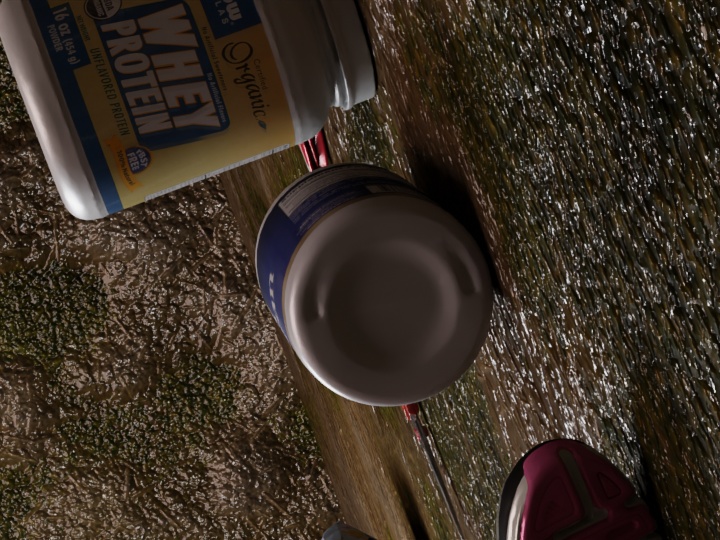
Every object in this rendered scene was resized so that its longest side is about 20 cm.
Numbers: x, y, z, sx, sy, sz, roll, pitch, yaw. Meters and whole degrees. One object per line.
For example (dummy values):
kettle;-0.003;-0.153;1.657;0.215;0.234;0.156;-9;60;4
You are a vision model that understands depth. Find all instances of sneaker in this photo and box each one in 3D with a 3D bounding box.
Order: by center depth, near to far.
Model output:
sneaker;0.095;0.144;0.946;0.087;0.074;0.200;52;167;52

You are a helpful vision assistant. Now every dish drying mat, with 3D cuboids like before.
dish drying mat;-0.066;-0.160;1.705;0.077;0.018;0.200;75;172;-48

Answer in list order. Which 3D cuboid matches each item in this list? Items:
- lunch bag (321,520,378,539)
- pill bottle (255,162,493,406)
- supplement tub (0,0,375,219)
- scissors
lunch bag;0.025;0.346;2.082;0.201;0.127;0.170;60;176;0
pill bottle;0.000;0.000;1.168;0.200;0.111;0.112;-132;23;-76
supplement tub;-0.104;-0.128;1.261;0.145;0.199;0.145;159;90;-85
scissors;0.045;0.119;1.668;0.073;0.014;0.201;130;119;-81
